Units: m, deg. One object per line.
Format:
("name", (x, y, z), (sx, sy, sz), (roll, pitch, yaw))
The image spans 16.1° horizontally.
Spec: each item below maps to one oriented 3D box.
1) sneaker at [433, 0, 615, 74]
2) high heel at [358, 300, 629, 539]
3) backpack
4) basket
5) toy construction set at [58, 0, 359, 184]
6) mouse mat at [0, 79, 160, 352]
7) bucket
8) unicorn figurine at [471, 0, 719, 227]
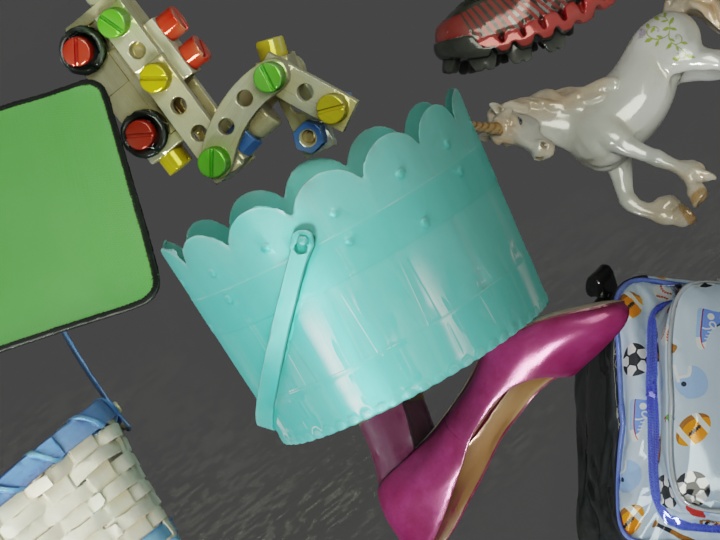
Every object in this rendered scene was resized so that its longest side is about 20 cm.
("sneaker", (0.123, -0.192, 1.553), (0.200, 0.071, 0.098), (-28, 100, -9))
("high heel", (0.089, 0.092, 1.479), (0.200, 0.067, 0.097), (-33, 73, 36))
("backpack", (0.229, 0.092, 1.486), (0.189, 0.154, 0.201), (7, 76, -18))
("basket", (-0.209, 0.125, 1.453), (0.176, 0.139, 0.200), (-35, 92, -10))
("toy construction set", (-0.100, -0.136, 1.528), (0.131, 0.092, 0.201), (-37, 76, 16))
("mouse mat", (-0.224, -0.019, 1.467), (0.199, 0.008, 0.162), (-18, 61, -1))
("bucket", (0.000, 0.000, 1.458), (0.206, 0.207, 0.135), (-28, 95, -7))
("unicorn figurine", (0.167, -0.096, 1.555), (0.137, 0.074, 0.200), (38, 66, 12))
